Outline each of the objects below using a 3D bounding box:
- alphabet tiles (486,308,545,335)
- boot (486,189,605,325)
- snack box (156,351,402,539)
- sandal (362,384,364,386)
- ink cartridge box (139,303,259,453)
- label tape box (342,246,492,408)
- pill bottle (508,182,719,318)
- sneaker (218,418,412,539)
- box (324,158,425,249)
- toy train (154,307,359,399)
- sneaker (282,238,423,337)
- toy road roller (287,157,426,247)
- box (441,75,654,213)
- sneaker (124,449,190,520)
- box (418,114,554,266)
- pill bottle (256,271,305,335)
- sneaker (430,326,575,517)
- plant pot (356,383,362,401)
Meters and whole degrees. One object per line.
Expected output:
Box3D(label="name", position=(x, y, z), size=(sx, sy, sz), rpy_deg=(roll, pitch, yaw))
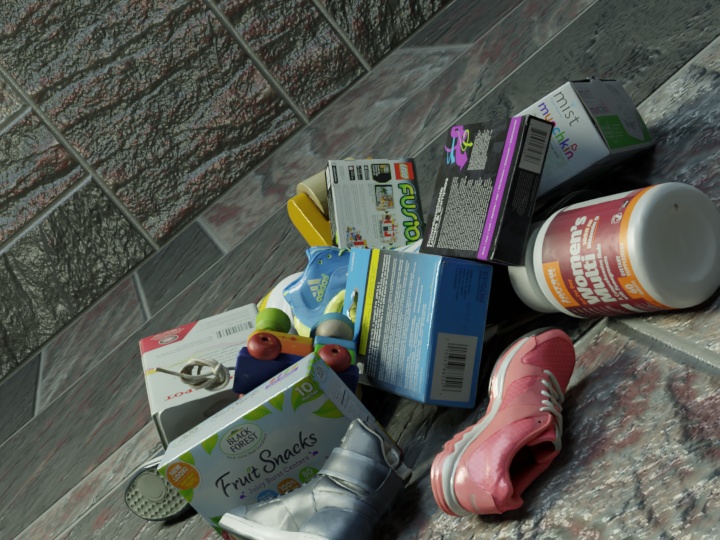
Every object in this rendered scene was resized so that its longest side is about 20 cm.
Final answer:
Box3D(label="alphabet tiles", position=(0.212, -0.005, 1.396), size=(0.166, 0.006, 0.200), rpy_deg=(-29, 18, 35))
Box3D(label="boot", position=(0.174, -0.013, 1.388), size=(0.200, 0.078, 0.138), rpy_deg=(-32, 6, -2))
Box3D(label="snack box", position=(-0.080, 0.187, 1.271), size=(0.200, 0.142, 0.053), rpy_deg=(-34, 16, 22))
Box3D(label="sandal", position=(-0.033, 0.136, 1.519), size=(0.200, 0.048, 0.075), rpy_deg=(-45, 12, 26))
Box3D(label="ink cartridge box", position=(-0.161, 0.128, 1.433), size=(0.146, 0.083, 0.200), rpy_deg=(-17, 23, -7))
Box3D(label="label tape box", position=(0.052, 0.053, 1.320), size=(0.200, 0.063, 0.144), rpy_deg=(10, 92, 64))
Box3D(label="pill bottle", position=(0.229, -0.013, 1.173), size=(0.110, 0.110, 0.200), rpy_deg=(-47, 16, -25))
Box3D(label="sneaker", position=(-0.038, 0.211, 1.202), size=(0.202, 0.077, 0.146), rpy_deg=(-2, 50, 52))
Box3D(label="box", position=(0.022, -0.036, 1.528), size=(0.110, 0.200, 0.035), rpy_deg=(-2, -21, -12))
Box3D(label="toy train", position=(-0.101, 0.079, 1.310), size=(0.116, 0.200, 0.085), rpy_deg=(-84, 5, -57))
Box3D(label="sneaker", position=(0.000, 0.000, 1.421), size=(0.200, 0.105, 0.076), rpy_deg=(-37, 11, 3))
Box3D(label="toy road roller", position=(0.002, -0.028, 1.628), size=(0.123, 0.200, 0.146), rpy_deg=(-29, -21, -20))
Box3D(label="box", position=(0.216, -0.135, 1.459), size=(0.176, 0.097, 0.200), rpy_deg=(-31, -6, 26))
Box3D(label="sneaker", position=(-0.194, 0.218, 1.578), size=(0.202, 0.077, 0.146), rpy_deg=(-40, 5, 27))
Box3D(label="box", position=(0.123, -0.079, 1.296), size=(0.200, 0.036, 0.143), rpy_deg=(-170, 94, -71))
Box3D(label="pill bottle", position=(-0.071, 0.063, 1.601), size=(0.112, 0.112, 0.200), rpy_deg=(-45, 2, -20))
Box3D(label="sneaker", position=(0.144, 0.131, 1.077), size=(0.087, 0.074, 0.200), rpy_deg=(0, 43, 47))
Box3D(label="plant pot", position=(-0.076, 0.181, 1.415), size=(0.200, 0.027, 0.200), rpy_deg=(-40, 26, 24))
